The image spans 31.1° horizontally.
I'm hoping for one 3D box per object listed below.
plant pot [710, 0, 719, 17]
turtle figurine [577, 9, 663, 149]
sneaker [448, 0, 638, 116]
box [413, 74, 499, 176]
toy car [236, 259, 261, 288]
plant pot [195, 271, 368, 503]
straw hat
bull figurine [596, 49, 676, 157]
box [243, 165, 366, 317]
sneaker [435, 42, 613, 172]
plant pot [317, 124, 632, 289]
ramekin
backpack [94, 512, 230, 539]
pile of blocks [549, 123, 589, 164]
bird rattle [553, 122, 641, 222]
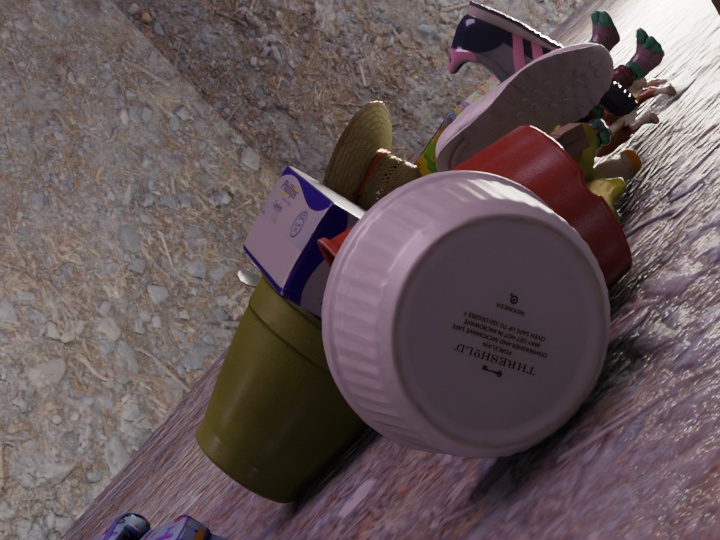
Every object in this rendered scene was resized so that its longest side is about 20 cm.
[{"bbox_3d":[0.375,-0.319,1.193,0.187,0.200,0.187,-43,6,6],"label":"plant pot"},{"bbox_3d":[0.223,-0.181,1.375,0.200,0.149,0.101,-46,-22,-10],"label":"turtle figurine"},{"bbox_3d":[0.181,-0.193,1.310,0.083,0.199,0.070,-61,-12,12],"label":"sneaker"},{"bbox_3d":[0.141,-0.118,1.587,0.193,0.122,0.201,-44,-8,-49],"label":"box"},{"bbox_3d":[-0.097,0.069,1.795,0.158,0.200,0.164,-44,6,9],"label":"toy car"},{"bbox_3d":[-0.072,0.132,1.370,0.194,0.199,0.200,-56,5,6],"label":"plant pot"},{"bbox_3d":[0.028,-0.082,1.463,0.201,0.084,0.203,-52,-27,-40],"label":"straw hat"},{"bbox_3d":[0.285,-0.173,1.468,0.121,0.065,0.201,-25,26,43],"label":"bull figurine"},{"bbox_3d":[0.000,0.000,1.328,0.106,0.199,0.184,-58,23,4],"label":"box"},{"bbox_3d":[0.154,-0.163,1.261,0.199,0.077,0.081,-32,20,17],"label":"sneaker"},{"bbox_3d":[0.099,-0.002,1.046,0.195,0.202,0.201,-37,5,-5],"label":"plant pot"},{"bbox_3d":[0.080,0.035,0.886,0.202,0.203,0.094,-45,17,-7],"label":"ramekin"},{"bbox_3d":[-0.208,0.313,1.229,0.199,0.135,0.183,-38,9,32],"label":"backpack"},{"bbox_3d":[0.157,-0.036,1.174,0.202,0.081,0.062,-67,20,0],"label":"pile of blocks"},{"bbox_3d":[0.198,-0.058,1.285,0.162,0.113,0.200,-27,-13,-37],"label":"bird rattle"}]
